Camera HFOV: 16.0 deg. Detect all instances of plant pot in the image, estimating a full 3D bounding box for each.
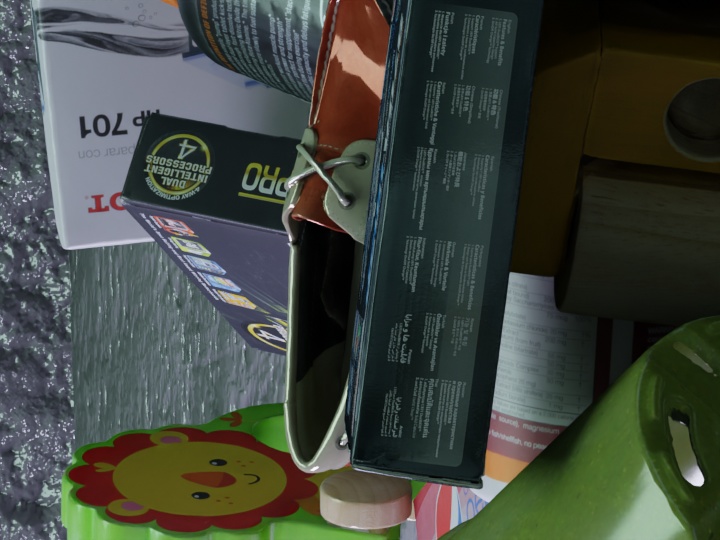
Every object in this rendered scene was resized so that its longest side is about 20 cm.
[{"bbox_3d":[0.107,0.119,0.865,0.190,0.199,0.201,118,149,-41],"label":"plant pot"}]

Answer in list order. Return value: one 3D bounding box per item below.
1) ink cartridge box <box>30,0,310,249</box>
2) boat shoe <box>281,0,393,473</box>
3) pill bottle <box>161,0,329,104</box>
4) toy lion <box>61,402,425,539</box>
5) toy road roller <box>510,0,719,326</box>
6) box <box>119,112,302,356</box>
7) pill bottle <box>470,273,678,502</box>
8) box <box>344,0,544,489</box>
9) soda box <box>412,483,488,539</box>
[{"bbox_3d":[-0.085,-0.120,1.234,0.086,0.145,0.202,-135,39,-77],"label":"ink cartridge box"},{"bbox_3d":[0.000,-0.019,0.992,0.071,0.062,0.202,20,115,48],"label":"boat shoe"},{"bbox_3d":[-0.007,-0.122,1.086,0.199,0.106,0.107,24,120,37],"label":"pill bottle"},{"bbox_3d":[-0.055,0.114,1.347,0.200,0.190,0.069,-48,-37,-67],"label":"toy lion"},{"bbox_3d":[0.119,-0.091,0.894,0.146,0.122,0.201,-86,3,-58],"label":"toy road roller"},{"bbox_3d":[0.000,0.000,1.146,0.200,0.160,0.049,56,-133,-65],"label":"box"},{"bbox_3d":[0.095,-0.010,1.004,0.110,0.109,0.202,-136,46,-71],"label":"pill bottle"},{"bbox_3d":[0.028,-0.034,0.880,0.159,0.046,0.202,-140,57,-88],"label":"box"},{"bbox_3d":[0.079,0.107,1.180,0.200,0.063,0.071,117,149,-64],"label":"soda box"}]
